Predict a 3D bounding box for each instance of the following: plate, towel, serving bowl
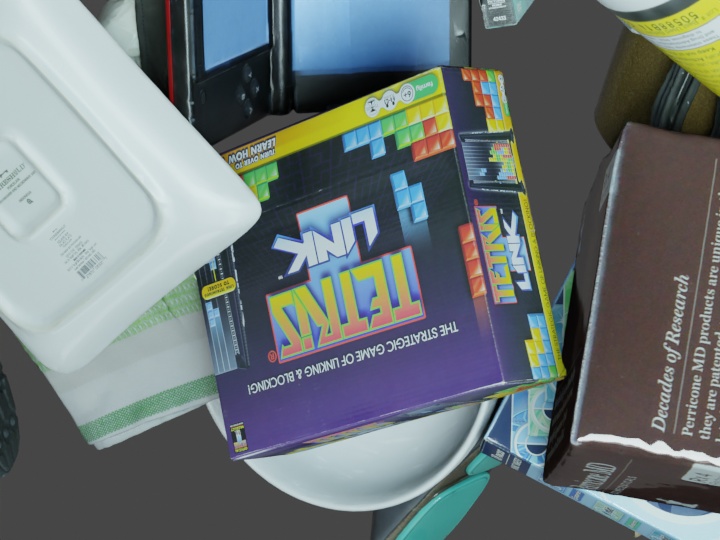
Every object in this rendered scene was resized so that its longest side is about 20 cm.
[{"bbox_3d":[-0.180,-0.051,1.225,0.200,0.032,0.199,48,128,-6],"label":"plate"},{"bbox_3d":[-0.155,0.004,1.282,0.149,0.031,0.200,-24,109,30],"label":"towel"},{"bbox_3d":[0.001,0.033,1.295,0.200,0.066,0.201,6,102,29],"label":"serving bowl"}]

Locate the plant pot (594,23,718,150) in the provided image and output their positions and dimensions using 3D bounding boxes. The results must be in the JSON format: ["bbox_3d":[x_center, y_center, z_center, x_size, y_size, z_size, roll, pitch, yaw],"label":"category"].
[{"bbox_3d":[0.226,-0.132,1.240,0.186,0.186,0.200,30,115,-15],"label":"plant pot"}]

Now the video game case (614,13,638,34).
[{"bbox_3d":[0.165,-0.236,1.201,0.017,0.143,0.200,12,108,-12],"label":"video game case"}]

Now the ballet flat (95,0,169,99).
[{"bbox_3d":[-0.118,-0.108,1.262,0.068,0.068,0.200,4,107,3],"label":"ballet flat"}]

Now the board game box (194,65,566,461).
[{"bbox_3d":[0.000,0.000,1.188,0.200,0.057,0.166,-19,77,40],"label":"board game box"}]

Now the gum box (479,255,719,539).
[{"bbox_3d":[0.193,0.069,1.244,0.200,0.045,0.170,27,77,7],"label":"gum box"}]

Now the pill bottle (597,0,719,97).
[{"bbox_3d":[0.204,-0.127,1.071,0.200,0.111,0.111,33,104,-32],"label":"pill bottle"}]

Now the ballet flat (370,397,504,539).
[{"bbox_3d":[0.053,0.105,1.348,0.073,0.073,0.200,26,131,-14],"label":"ballet flat"}]

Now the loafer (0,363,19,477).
[{"bbox_3d":[-0.267,0.040,1.304,0.070,0.068,0.201,-21,114,22],"label":"loafer"}]

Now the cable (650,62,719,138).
[{"bbox_3d":[0.174,-0.147,1.148,0.097,0.050,0.200,-21,125,-10],"label":"cable"}]

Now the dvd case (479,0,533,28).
[{"bbox_3d":[0.072,-0.244,1.192,0.022,0.146,0.200,-6,111,20],"label":"dvd case"}]

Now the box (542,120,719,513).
[{"bbox_3d":[0.208,0.038,1.143,0.200,0.166,0.165,10,79,2],"label":"box"}]

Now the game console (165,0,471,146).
[{"bbox_3d":[-0.021,-0.174,1.220,0.118,0.172,0.200,5,108,20],"label":"game console"}]

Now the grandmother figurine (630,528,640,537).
[{"bbox_3d":[0.248,0.105,1.285,0.200,0.061,0.122,-12,105,0],"label":"grandmother figurine"}]
